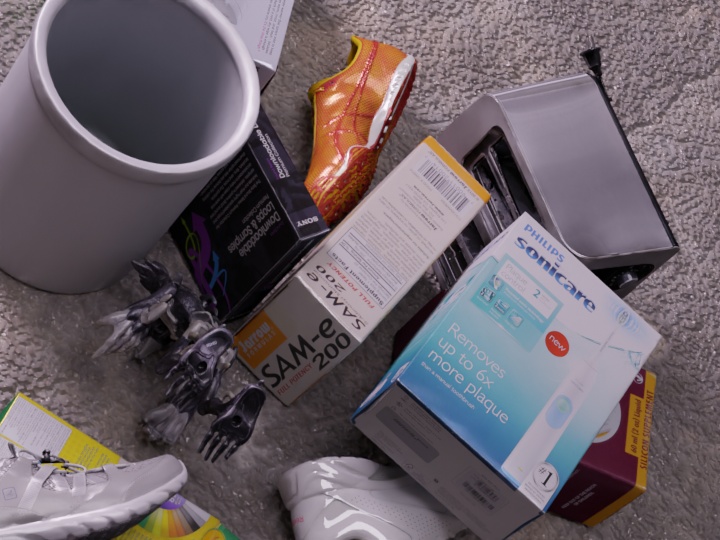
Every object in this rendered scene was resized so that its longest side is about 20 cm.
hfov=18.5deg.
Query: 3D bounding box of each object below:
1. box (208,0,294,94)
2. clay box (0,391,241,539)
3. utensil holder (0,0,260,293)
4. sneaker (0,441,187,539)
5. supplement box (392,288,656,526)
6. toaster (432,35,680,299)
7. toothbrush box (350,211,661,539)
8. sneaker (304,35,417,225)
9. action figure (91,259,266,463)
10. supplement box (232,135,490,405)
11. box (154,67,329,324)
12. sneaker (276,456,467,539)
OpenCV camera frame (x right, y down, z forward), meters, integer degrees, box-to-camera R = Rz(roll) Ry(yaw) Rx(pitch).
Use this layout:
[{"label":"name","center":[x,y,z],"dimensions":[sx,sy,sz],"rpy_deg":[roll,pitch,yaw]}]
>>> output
[{"label":"box","center":[-0.141,-0.249,1.792],"dimensions":[0.176,0.097,0.201],"rpy_deg":[23,53,-18]},{"label":"clay box","center":[-0.187,0.188,1.541],"dimensions":[0.200,0.048,0.115],"rpy_deg":[35,54,-10]},{"label":"utensil holder","center":[-0.190,-0.097,1.608],"dimensions":[0.169,0.200,0.170],"rpy_deg":[14,58,-23]},{"label":"sneaker","center":[-0.208,0.147,1.473],"dimensions":[0.199,0.075,0.082],"rpy_deg":[-13,75,-30]},{"label":"supplement box","center":[0.126,0.110,1.745],"dimensions":[0.199,0.086,0.111],"rpy_deg":[22,54,-17]},{"label":"toaster","center":[0.143,-0.053,1.789],"dimensions":[0.118,0.181,0.201],"rpy_deg":[-12,70,-33]},{"label":"toothbrush box","center":[0.111,0.080,1.645],"dimensions":[0.146,0.085,0.200],"rpy_deg":[43,52,-3]},{"label":"sneaker","center":[-0.017,-0.112,1.816],"dimensions":[0.077,0.073,0.200],"rpy_deg":[19,48,7]},{"label":"action figure","center":[-0.137,0.063,1.601],"dimensions":[0.102,0.200,0.119],"rpy_deg":[-37,113,-4]},{"label":"supplement box","center":[0.000,0.000,1.711],"dimensions":[0.074,0.126,0.200],"rpy_deg":[45,51,-2]},{"label":"box","center":[-0.111,-0.078,1.681],"dimensions":[0.036,0.143,0.200],"rpy_deg":[-17,73,-37]},{"label":"sneaker","center":[0.035,0.193,1.661],"dimensions":[0.199,0.078,0.100],"rpy_deg":[0,70,-20]}]
